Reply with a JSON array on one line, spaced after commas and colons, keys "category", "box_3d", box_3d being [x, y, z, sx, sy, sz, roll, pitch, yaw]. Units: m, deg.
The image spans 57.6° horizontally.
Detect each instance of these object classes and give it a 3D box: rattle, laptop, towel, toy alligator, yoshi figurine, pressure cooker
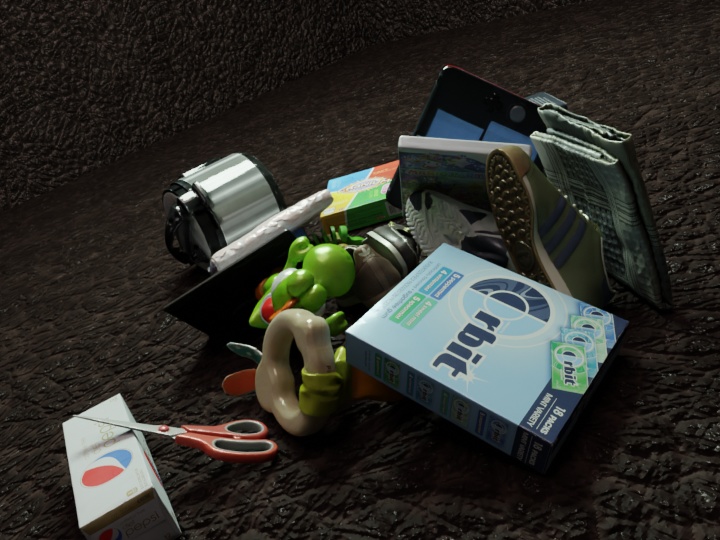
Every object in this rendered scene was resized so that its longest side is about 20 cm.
[{"category": "rattle", "box_3d": [-0.049, 0.103, 0.705, 0.143, 0.130, 0.200, -22, -5, -33]}, {"category": "laptop", "box_3d": [-0.167, -0.008, 0.919, 0.187, 0.200, 0.116, -33, 65, 2]}, {"category": "towel", "box_3d": [-0.148, -0.052, 1.019, 0.200, 0.032, 0.191, -35, 5, -18]}, {"category": "toy alligator", "box_3d": [-0.080, -0.027, 1.016, 0.200, 0.054, 0.059, -20, 23, -2]}, {"category": "yoshi figurine", "box_3d": [-0.060, 0.021, 0.767, 0.112, 0.112, 0.200, 15, -13, -14]}, {"category": "pressure cooker", "box_3d": [-0.249, -0.095, 1.139, 0.200, 0.176, 0.178, -33, 29, -27]}, {"category": "towel", "box_3d": [0.247, -0.072, 0.690, 0.034, 0.200, 0.193, -25, 24, 2]}]

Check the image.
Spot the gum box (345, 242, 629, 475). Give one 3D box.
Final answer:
[{"category": "gum box", "box_3d": [0.115, 0.066, 0.600, 0.200, 0.045, 0.170, 25, 45, 28]}]

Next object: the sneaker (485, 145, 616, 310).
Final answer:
[{"category": "sneaker", "box_3d": [0.202, -0.040, 0.679, 0.090, 0.201, 0.067, -20, -1, -22]}]

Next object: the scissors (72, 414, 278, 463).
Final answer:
[{"category": "scissors", "box_3d": [-0.180, 0.160, 0.635, 0.199, 0.014, 0.073, 7, 15, -13]}]

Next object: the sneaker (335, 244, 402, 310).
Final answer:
[{"category": "sneaker", "box_3d": [0.000, 0.000, 0.822, 0.070, 0.076, 0.200, -30, 9, -15]}]

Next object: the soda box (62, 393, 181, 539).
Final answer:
[{"category": "soda box", "box_3d": [-0.239, 0.199, 0.641, 0.068, 0.064, 0.200, -28, 26, -19]}]

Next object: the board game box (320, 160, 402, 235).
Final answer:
[{"category": "board game box", "box_3d": [0.011, -0.136, 1.197, 0.153, 0.040, 0.200, -15, 24, 9]}]

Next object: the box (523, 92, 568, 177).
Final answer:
[{"category": "box", "box_3d": [0.202, -0.153, 0.958, 0.200, 0.149, 0.107, -17, 23, 5]}]

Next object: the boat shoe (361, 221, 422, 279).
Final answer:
[{"category": "boat shoe", "box_3d": [0.047, -0.033, 0.858, 0.060, 0.072, 0.201, -32, 7, -4]}]

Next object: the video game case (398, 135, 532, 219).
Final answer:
[{"category": "video game case", "box_3d": [0.120, -0.101, 0.792, 0.143, 0.200, 0.018, 6, 72, 7]}]

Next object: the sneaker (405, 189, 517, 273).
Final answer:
[{"category": "sneaker", "box_3d": [0.160, -0.044, 0.794, 0.199, 0.080, 0.129, 29, 31, 27]}]

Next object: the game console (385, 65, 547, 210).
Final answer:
[{"category": "game console", "box_3d": [0.150, -0.146, 0.876, 0.177, 0.200, 0.031, 23, 18, -4]}]
